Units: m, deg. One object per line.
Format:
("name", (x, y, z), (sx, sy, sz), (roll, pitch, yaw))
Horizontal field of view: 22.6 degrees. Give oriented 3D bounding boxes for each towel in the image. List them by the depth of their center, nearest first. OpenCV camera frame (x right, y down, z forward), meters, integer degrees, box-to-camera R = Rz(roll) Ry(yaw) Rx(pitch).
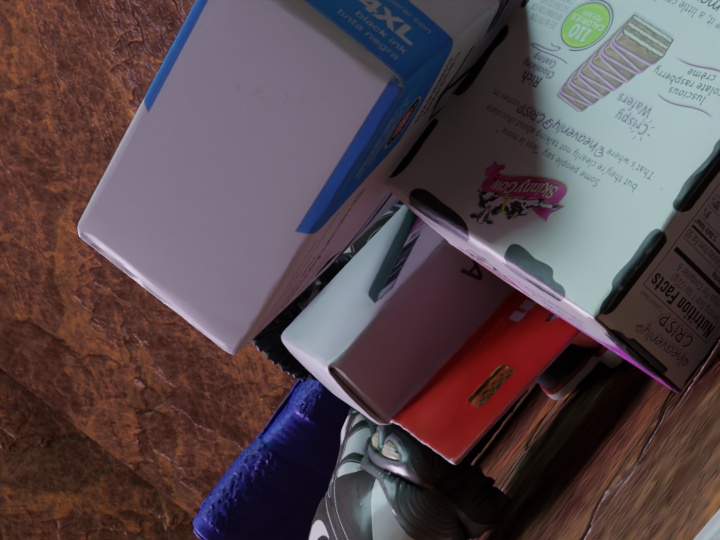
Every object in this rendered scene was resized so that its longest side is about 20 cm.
("towel", (0.004, 0.098, 1.083), (0.200, 0.148, 0.050), (-52, 42, 11))

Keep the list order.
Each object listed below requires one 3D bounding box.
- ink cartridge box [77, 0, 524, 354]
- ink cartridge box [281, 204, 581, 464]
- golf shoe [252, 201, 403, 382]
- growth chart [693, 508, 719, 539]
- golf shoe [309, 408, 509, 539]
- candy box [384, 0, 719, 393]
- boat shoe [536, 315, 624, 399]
("ink cartridge box", (-0.005, -0.079, 0.720), (0.146, 0.084, 0.200), (-57, -8, 36))
("ink cartridge box", (0.065, -0.019, 0.745), (0.200, 0.044, 0.174), (-46, 14, -7))
("golf shoe", (0.000, 0.000, 0.902), (0.200, 0.094, 0.078), (-3, -52, -50))
("growth chart", (0.066, 0.071, 0.311), (0.145, 0.018, 0.200), (-53, -2, 31))
("golf shoe", (0.007, 0.114, 0.832), (0.095, 0.078, 0.200), (-53, -3, -4))
("candy box", (0.118, -0.073, 0.651), (0.200, 0.061, 0.136), (-52, 39, -1))
("boat shoe", (0.101, 0.016, 0.873), (0.071, 0.063, 0.200), (-55, -3, -8))
